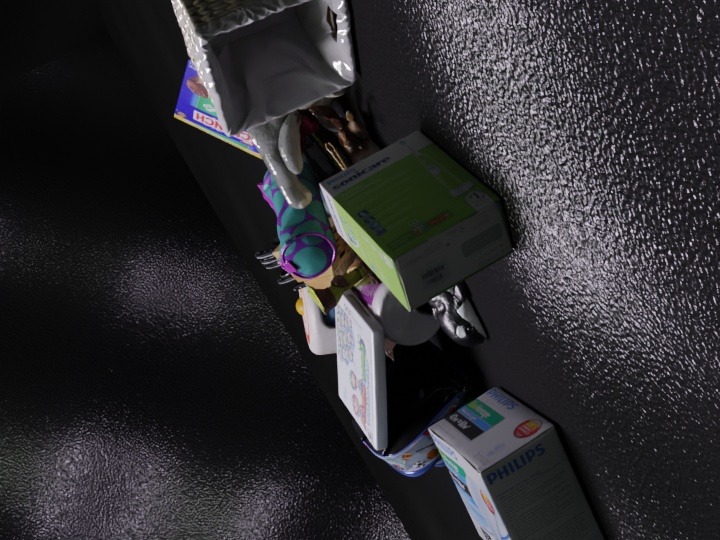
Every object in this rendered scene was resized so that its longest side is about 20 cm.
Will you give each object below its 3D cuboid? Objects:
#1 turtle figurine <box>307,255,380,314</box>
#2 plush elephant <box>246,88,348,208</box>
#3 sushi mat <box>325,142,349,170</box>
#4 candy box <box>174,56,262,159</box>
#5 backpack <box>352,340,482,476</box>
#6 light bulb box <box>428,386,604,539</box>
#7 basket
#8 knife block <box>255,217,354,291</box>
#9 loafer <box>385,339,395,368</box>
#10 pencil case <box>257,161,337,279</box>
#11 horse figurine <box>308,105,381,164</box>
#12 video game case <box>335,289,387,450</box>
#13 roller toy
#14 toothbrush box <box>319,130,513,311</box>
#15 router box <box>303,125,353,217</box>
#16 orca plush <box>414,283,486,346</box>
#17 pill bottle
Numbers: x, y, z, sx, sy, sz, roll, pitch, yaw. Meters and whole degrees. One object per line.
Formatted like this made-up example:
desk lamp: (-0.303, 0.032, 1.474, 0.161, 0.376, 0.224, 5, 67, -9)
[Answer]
turtle figurine: (0.000, 0.000, 1.721, 0.064, 0.161, 0.200, 53, 175, -7)
plush elephant: (-0.089, -0.227, 1.710, 0.200, 0.154, 0.165, 60, -179, -36)
sushi mat: (0.005, -0.116, 1.709, 0.096, 0.012, 0.200, 59, -173, 23)
candy box: (-0.202, -0.283, 1.880, 0.169, 0.077, 0.200, 24, 157, -6)
backpack: (0.091, 0.225, 1.853, 0.154, 0.190, 0.200, 49, 177, -32)
light bulb box: (0.216, 0.298, 1.634, 0.201, 0.125, 0.198, 64, 169, -17)
basket: (-0.128, -0.318, 1.512, 0.198, 0.199, 0.161, 80, 164, -58)
knife block: (-0.098, -0.038, 1.907, 0.175, 0.064, 0.200, 25, 150, 19)
loafer: (0.066, 0.161, 2.119, 0.073, 0.071, 0.200, 54, 167, 34)
pencil case: (-0.096, -0.081, 1.773, 0.200, 0.092, 0.085, -107, -8, -48)
horse figurine: (0.007, -0.157, 1.632, 0.200, 0.050, 0.133, 54, -177, -4)
video game case: (0.000, 0.144, 1.784, 0.182, 0.024, 0.201, -132, 36, -61)
roller toy: (-0.046, 0.053, 2.071, 0.200, 0.139, 0.183, -105, 9, -45)
toothbrush box: (0.063, -0.064, 1.381, 0.200, 0.145, 0.086, 48, 163, 48)
router box: (-0.051, -0.147, 1.910, 0.200, 0.062, 0.150, 52, 164, 39)
orca plush: (0.097, 0.026, 1.642, 0.201, 0.071, 0.105, 63, 169, -5)
pill bottle: (0.047, 0.043, 1.807, 0.113, 0.112, 0.200, 65, 169, -16)
